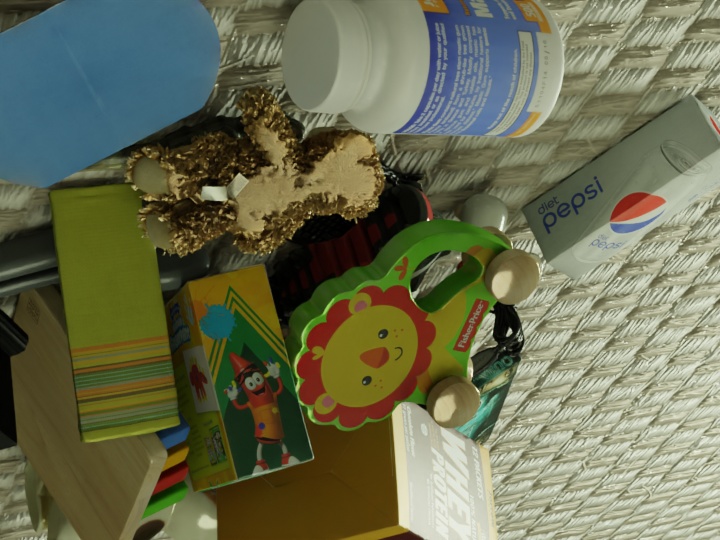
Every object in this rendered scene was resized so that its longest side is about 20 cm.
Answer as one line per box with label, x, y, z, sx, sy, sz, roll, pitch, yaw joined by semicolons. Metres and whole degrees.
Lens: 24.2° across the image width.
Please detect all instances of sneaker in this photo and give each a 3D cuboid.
sneaker;0.000;0.000;1.496;0.200;0.071;0.098;-33;147;26

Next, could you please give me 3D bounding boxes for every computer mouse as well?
computer mouse;0.078;0.087;1.658;0.199;0.141;0.046;-27;119;8

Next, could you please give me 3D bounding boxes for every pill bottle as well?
pill bottle;0.045;-0.158;1.263;0.199;0.113;0.112;-1;144;-34

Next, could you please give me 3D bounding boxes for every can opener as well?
can opener;-0.224;-0.009;1.372;0.198;0.067;0.053;-11;150;-12

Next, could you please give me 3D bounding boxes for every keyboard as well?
keyboard;-0.017;-0.059;1.475;0.127;0.021;0.199;-37;149;23

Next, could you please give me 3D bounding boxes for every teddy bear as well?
teddy bear;-0.083;-0.072;1.297;0.199;0.067;0.146;-25;120;7

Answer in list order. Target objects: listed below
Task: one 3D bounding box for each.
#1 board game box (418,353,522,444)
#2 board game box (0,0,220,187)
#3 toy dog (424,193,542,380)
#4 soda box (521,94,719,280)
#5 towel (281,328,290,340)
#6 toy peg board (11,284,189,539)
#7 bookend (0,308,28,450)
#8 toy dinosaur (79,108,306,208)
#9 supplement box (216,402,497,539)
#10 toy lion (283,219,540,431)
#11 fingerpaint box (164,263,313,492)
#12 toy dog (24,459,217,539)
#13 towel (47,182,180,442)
board game box;0.092;0.160;1.726;0.135;0.028;0.200;-32;159;-21
board game box;-0.200;-0.145;1.191;0.199;0.039;0.158;-28;146;-2
toy dog;0.069;0.026;1.566;0.201;0.096;0.132;-54;136;-15
soda box;0.256;-0.076;1.589;0.199;0.069;0.063;-34;149;20
towel;-0.029;0.069;1.596;0.199;0.034;0.133;-36;157;-25
toy peg board;-0.218;0.121;1.470;0.097;0.200;0.200;-24;156;-35
bookend;-0.369;0.147;1.351;0.197;0.201;0.092;-15;152;8
toy dinosaur;-0.142;-0.079;1.330;0.198;0.048;0.089;-15;135;-13
supplement box;-0.001;0.225;1.594;0.196;0.134;0.200;-18;149;25
toy lion;0.032;0.047;1.426;0.191;0.069;0.201;14;109;-33
fingerpaint box;-0.113;0.097;1.446;0.073;0.168;0.200;-13;173;-18
toy dog;-0.207;0.214;1.625;0.198;0.195;0.140;0;132;-24
towel;-0.197;0.032;1.339;0.085;0.202;0.018;-7;178;-30
